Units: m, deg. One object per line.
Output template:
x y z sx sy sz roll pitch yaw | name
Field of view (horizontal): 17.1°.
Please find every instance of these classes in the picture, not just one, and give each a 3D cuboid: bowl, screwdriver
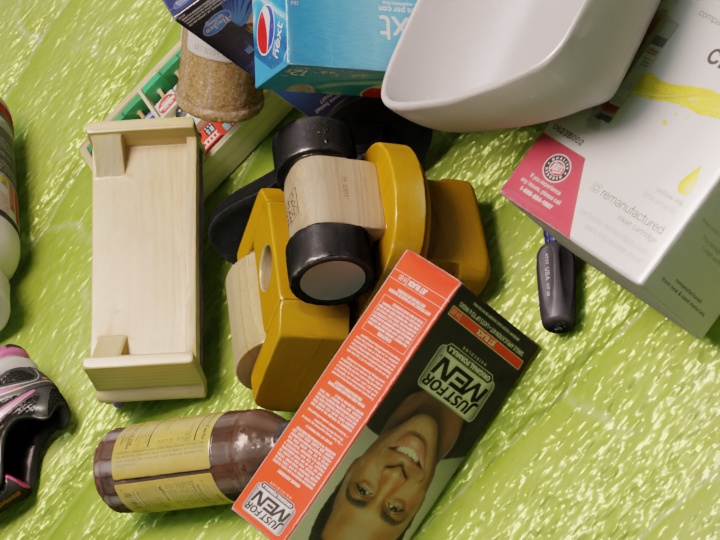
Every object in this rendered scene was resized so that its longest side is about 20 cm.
0.118 -0.171 1.505 0.199 0.074 0.201 -6 53 55 | bowl
0.125 -0.046 1.588 0.029 0.028 0.201 -50 34 46 | screwdriver

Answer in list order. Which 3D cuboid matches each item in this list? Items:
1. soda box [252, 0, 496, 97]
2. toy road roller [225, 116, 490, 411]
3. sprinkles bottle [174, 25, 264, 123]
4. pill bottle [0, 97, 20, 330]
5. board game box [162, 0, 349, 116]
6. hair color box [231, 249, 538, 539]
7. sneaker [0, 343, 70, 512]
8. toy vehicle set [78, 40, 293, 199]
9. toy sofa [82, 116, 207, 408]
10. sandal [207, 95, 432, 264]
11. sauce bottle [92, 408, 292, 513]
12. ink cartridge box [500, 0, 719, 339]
0.030 -0.154 1.600 0.064 0.198 0.068 153 117 -64 | soda box
0.000 0.000 1.616 0.200 0.145 0.124 117 152 -48 | toy road roller
-0.091 -0.206 1.695 0.068 0.068 0.201 47 138 45 | sprinkles bottle
-0.327 -0.045 1.890 0.115 0.116 0.201 -28 49 22 | pill bottle
-0.006 -0.181 1.664 0.199 0.200 0.062 -35 40 4 | board game box
0.017 0.100 1.531 0.061 0.101 0.201 32 87 45 | hair color box
-0.288 0.155 1.765 0.086 0.080 0.201 32 91 35 | sneaker
-0.121 -0.125 1.835 0.200 0.026 0.124 -46 45 7 | toy vehicle set
-0.153 -0.004 1.737 0.082 0.098 0.202 -4 67 4 | toy sofa
-0.024 -0.056 1.681 0.200 0.075 0.048 -37 31 27 | sandal
-0.090 0.128 1.628 0.199 0.065 0.065 -8 59 34 | sauce bottle
0.204 -0.084 1.474 0.201 0.083 0.145 -54 44 0 | ink cartridge box
